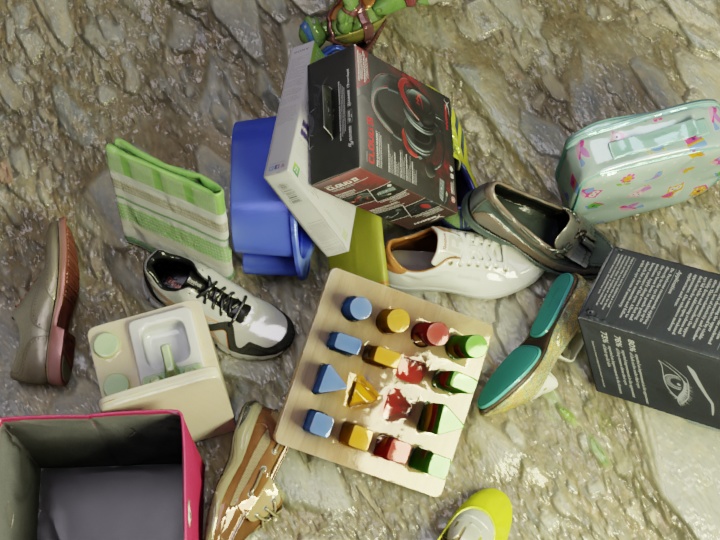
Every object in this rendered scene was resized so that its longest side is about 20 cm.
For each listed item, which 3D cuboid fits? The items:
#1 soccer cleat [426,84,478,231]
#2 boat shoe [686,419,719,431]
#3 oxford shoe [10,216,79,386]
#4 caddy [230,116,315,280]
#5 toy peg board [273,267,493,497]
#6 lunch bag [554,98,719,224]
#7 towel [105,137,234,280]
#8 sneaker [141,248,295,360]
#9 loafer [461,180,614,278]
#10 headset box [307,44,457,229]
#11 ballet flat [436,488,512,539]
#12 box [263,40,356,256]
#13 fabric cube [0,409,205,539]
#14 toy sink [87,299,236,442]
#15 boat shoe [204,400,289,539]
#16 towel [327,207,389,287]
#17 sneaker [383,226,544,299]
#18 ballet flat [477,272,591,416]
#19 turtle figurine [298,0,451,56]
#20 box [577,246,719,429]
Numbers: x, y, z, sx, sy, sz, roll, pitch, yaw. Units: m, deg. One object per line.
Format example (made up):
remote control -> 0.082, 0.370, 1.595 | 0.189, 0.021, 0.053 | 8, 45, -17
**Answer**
soccer cleat -> 0.101, -0.142, 1.732 | 0.064, 0.084, 0.202 | -13, 69, -5
boat shoe -> 0.460, 0.157, 1.610 | 0.198, 0.074, 0.067 | 17, 72, 9
oxford shoe -> -0.367, 0.033, 1.680 | 0.073, 0.071, 0.202 | 0, 68, 4
caddy -> -0.089, -0.086, 1.685 | 0.104, 0.142, 0.202 | -3, 68, 5
toy peg board -> 0.035, 0.121, 1.569 | 0.197, 0.098, 0.202 | 20, 83, -11
lunch bag -> 0.329, -0.129, 1.683 | 0.198, 0.161, 0.078 | -15, 68, -4
towel -> -0.210, -0.067, 1.647 | 0.148, 0.201, 0.031 | 23, 62, 10
sneaker -> -0.168, 0.039, 1.668 | 0.198, 0.080, 0.074 | 23, 70, 9
loafer -> 0.213, -0.047, 1.667 | 0.198, 0.063, 0.073 | 21, 62, -17
headset box -> 0.019, -0.148, 1.623 | 0.074, 0.199, 0.150 | -18, 64, 36
ballet flat -> 0.099, 0.312, 1.559 | 0.067, 0.067, 0.200 | 36, 73, 15
box -> -0.046, -0.138, 1.645 | 0.036, 0.145, 0.202 | -11, 48, 26
fabric cube -> -0.266, 0.270, 1.512 | 0.197, 0.200, 0.198 | -2, 67, 0
toy sink -> -0.216, 0.111, 1.575 | 0.129, 0.200, 0.113 | -16, 69, -5
boat shoe -> -0.119, 0.242, 1.589 | 0.073, 0.076, 0.202 | 15, 70, 4
towel -> 0.000, 0.000, 1.679 | 0.086, 0.018, 0.202 | -20, 68, 37
sneaker -> 0.120, -0.012, 1.681 | 0.197, 0.085, 0.074 | -5, 66, -2
ballet flat -> 0.209, 0.096, 1.651 | 0.070, 0.071, 0.201 | 31, 74, 13
turtle figurine -> 0.004, -0.364, 1.794 | 0.192, 0.144, 0.202 | -15, 72, -9
box -> 0.350, 0.079, 1.570 | 0.198, 0.149, 0.105 | 17, 60, 29
